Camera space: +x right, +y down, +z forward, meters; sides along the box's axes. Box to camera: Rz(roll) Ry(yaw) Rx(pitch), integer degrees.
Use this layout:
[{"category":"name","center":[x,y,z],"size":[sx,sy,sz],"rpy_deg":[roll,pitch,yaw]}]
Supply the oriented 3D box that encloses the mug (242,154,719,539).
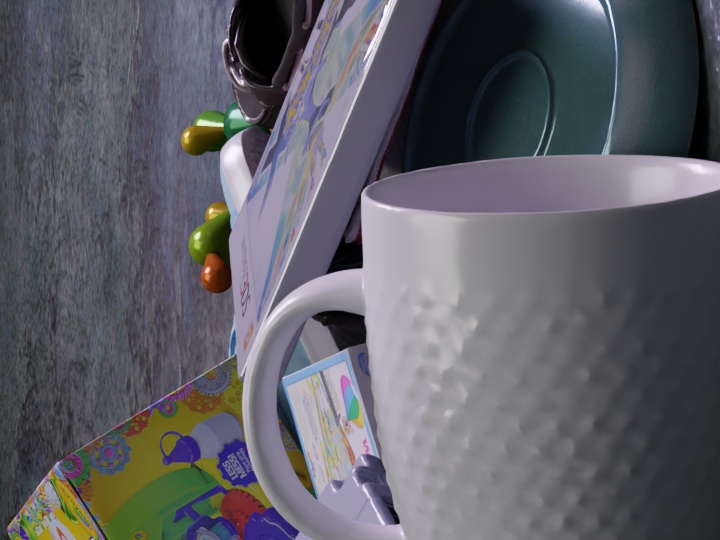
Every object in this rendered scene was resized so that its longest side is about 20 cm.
[{"category":"mug","center":[0.052,0.053,1.023],"size":[0.148,0.200,0.176],"rpy_deg":[-45,-47,-75]}]

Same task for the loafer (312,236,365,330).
[{"category":"loafer","center":[0.000,0.000,1.316],"size":[0.200,0.072,0.063],"rpy_deg":[-130,23,-74]}]

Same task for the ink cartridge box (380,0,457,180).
[{"category":"ink cartridge box","center":[0.056,-0.052,1.292],"size":[0.200,0.043,0.198],"rpy_deg":[114,152,-51]}]

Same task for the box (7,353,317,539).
[{"category":"box","center":[-0.084,0.180,1.483],"size":[0.200,0.122,0.193],"rpy_deg":[57,159,5]}]

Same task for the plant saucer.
[{"category":"plant saucer","center":[0.072,-0.062,1.150],"size":[0.200,0.027,0.200],"rpy_deg":[-29,54,52]}]

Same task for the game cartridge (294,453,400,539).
[{"category":"game cartridge","center":[0.004,0.184,1.134],"size":[0.133,0.041,0.200],"rpy_deg":[-57,29,16]}]

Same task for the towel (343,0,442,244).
[{"category":"towel","center":[0.010,-0.099,1.291],"size":[0.200,0.023,0.144],"rpy_deg":[-108,37,-76]}]

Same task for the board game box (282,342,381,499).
[{"category":"board game box","center":[0.019,0.138,1.328],"size":[0.134,0.034,0.200],"rpy_deg":[153,101,-73]}]

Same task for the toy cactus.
[{"category":"toy cactus","center":[-0.044,-0.063,1.614],"size":[0.165,0.102,0.200],"rpy_deg":[-61,24,22]}]

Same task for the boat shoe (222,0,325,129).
[{"category":"boat shoe","center":[-0.044,-0.133,1.371],"size":[0.067,0.057,0.200],"rpy_deg":[62,151,17]}]

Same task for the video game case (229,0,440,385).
[{"category":"video game case","center":[-0.016,-0.067,1.225],"size":[0.182,0.022,0.200],"rpy_deg":[-101,33,-69]}]

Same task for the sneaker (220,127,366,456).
[{"category":"sneaker","center":[-0.047,0.025,1.448],"size":[0.200,0.082,0.074],"rpy_deg":[68,-158,-3]}]
